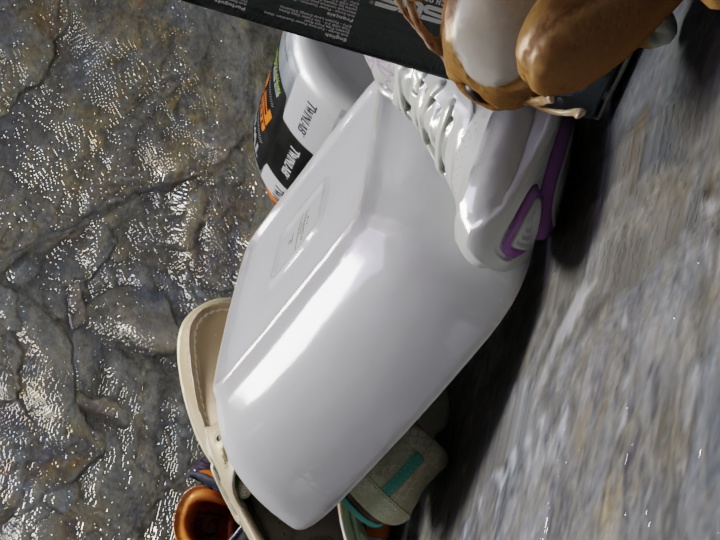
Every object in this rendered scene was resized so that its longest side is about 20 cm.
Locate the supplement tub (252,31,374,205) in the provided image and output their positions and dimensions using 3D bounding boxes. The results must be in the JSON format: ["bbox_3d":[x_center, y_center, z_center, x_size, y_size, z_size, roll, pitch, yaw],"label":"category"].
[{"bbox_3d":[0.002,-0.098,1.298,0.200,0.122,0.123,117,166,-66],"label":"supplement tub"}]

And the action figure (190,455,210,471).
[{"bbox_3d":[-0.019,0.063,1.324,0.201,0.069,0.130,-57,-11,-6],"label":"action figure"}]

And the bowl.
[{"bbox_3d":[0.000,0.000,1.017,0.200,0.074,0.201,-50,18,33],"label":"bowl"}]

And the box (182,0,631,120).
[{"bbox_3d":[0.022,-0.169,0.878,0.086,0.198,0.165,112,170,-45],"label":"box"}]

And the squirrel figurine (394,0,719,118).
[{"bbox_3d":[0.085,-0.144,0.705,0.187,0.141,0.201,91,-155,-68],"label":"squirrel figurine"}]

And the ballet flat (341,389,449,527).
[{"bbox_3d":[0.020,0.066,1.104,0.062,0.067,0.200,-45,18,14],"label":"ballet flat"}]

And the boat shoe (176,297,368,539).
[{"bbox_3d":[-0.041,0.098,1.098,0.065,0.072,0.201,76,172,-70],"label":"boat shoe"}]

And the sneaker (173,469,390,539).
[{"bbox_3d":[-0.051,0.143,1.219,0.200,0.111,0.078,122,155,-73],"label":"sneaker"}]

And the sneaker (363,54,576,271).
[{"bbox_3d":[0.043,-0.070,0.923,0.201,0.099,0.075,-81,1,-52],"label":"sneaker"}]
